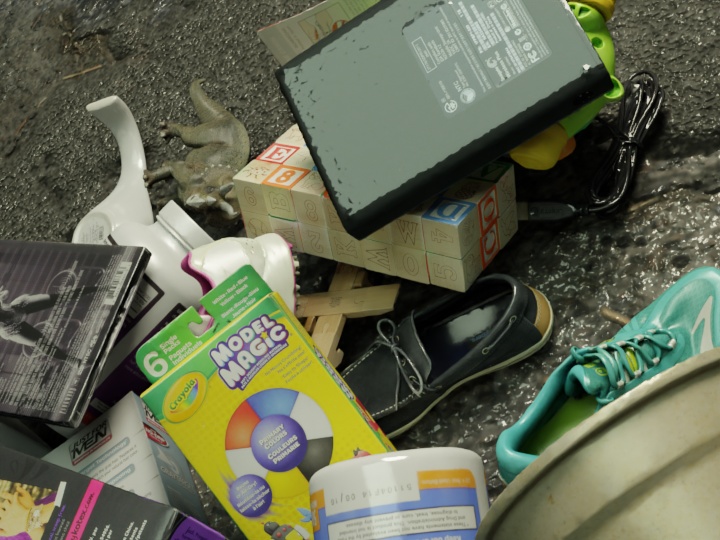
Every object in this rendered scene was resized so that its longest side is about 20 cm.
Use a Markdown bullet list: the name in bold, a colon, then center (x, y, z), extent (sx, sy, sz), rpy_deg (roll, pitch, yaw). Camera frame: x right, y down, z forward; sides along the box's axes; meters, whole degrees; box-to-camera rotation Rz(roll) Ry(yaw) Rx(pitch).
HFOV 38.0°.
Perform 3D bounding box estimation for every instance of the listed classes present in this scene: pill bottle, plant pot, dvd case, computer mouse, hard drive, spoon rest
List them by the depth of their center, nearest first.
- **plant pot**: center (0.188, 0.168, 0.526), extent (0.200, 0.200, 0.184), rpy_deg (-35, 59, 6)
- **pill bottle**: center (0.033, 0.214, 0.612), extent (0.111, 0.112, 0.202), rpy_deg (-15, 69, 22)
- **hard drive**: center (0.050, -0.130, 0.710), extent (0.199, 0.033, 0.141), rpy_deg (-30, 68, 13)
- **computer mouse**: center (0.129, -0.095, 0.820), extent (0.198, 0.046, 0.142), rpy_deg (9, 65, 25)
- **dvd case**: center (-0.271, 0.044, 0.834), extent (0.198, 0.016, 0.150), rpy_deg (3, 62, 30)
- **pill bottle**: center (-0.201, 0.040, 0.883), extent (0.200, 0.113, 0.112), rpy_deg (-47, 48, -4)
- **spoon rest**: center (-0.240, -0.067, 1.025), extent (0.098, 0.061, 0.202), rpy_deg (-12, 68, 26)

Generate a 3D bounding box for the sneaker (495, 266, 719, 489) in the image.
- **sneaker**: center (0.167, 0.073, 0.660), extent (0.200, 0.080, 0.077), rpy_deg (-44, 48, -2)

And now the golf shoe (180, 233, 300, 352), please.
- **golf shoe**: center (-0.092, 0.073, 0.776), extent (0.075, 0.091, 0.203), rpy_deg (162, 107, -64)

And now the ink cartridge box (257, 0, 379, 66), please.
- **ink cartridge box**: center (0.037, -0.200, 0.863), extent (0.198, 0.160, 0.048), rpy_deg (-21, 53, 18)

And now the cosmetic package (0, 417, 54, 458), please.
- **cosmetic package**: center (-0.401, 0.184, 0.906), extent (0.199, 0.123, 0.200), rpy_deg (24, 75, 38)

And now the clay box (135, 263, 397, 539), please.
- **clay box**: center (-0.061, 0.107, 0.718), extent (0.115, 0.048, 0.201), rpy_deg (-38, 92, 3)

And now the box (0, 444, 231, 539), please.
- **box**: center (-0.178, 0.197, 0.679), extent (0.198, 0.122, 0.107), rpy_deg (10, 65, 35)

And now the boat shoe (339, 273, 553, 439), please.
- **boat shoe**: center (0.043, 0.063, 0.754), extent (0.199, 0.062, 0.075), rpy_deg (-29, 51, 14)

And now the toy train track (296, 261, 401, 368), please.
- **toy train track**: center (0.000, 0.000, 0.841), extent (0.114, 0.033, 0.201), rpy_deg (-7, 49, 35)

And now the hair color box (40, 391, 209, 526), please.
- **hair color box**: center (-0.171, 0.203, 0.793), extent (0.099, 0.061, 0.201), rpy_deg (-36, 49, 6)

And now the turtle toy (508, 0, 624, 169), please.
- **turtle toy**: center (0.100, -0.151, 0.769), extent (0.198, 0.101, 0.147), rpy_deg (20, 86, 25)

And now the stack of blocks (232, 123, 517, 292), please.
- **stack of blocks**: center (0.017, -0.059, 0.796), extent (0.198, 0.059, 0.115), rpy_deg (14, 43, 32)

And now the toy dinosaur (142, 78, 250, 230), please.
- **toy dinosaur**: center (-0.142, -0.101, 0.980), extent (0.101, 0.077, 0.201), rpy_deg (-3, 43, 9)
